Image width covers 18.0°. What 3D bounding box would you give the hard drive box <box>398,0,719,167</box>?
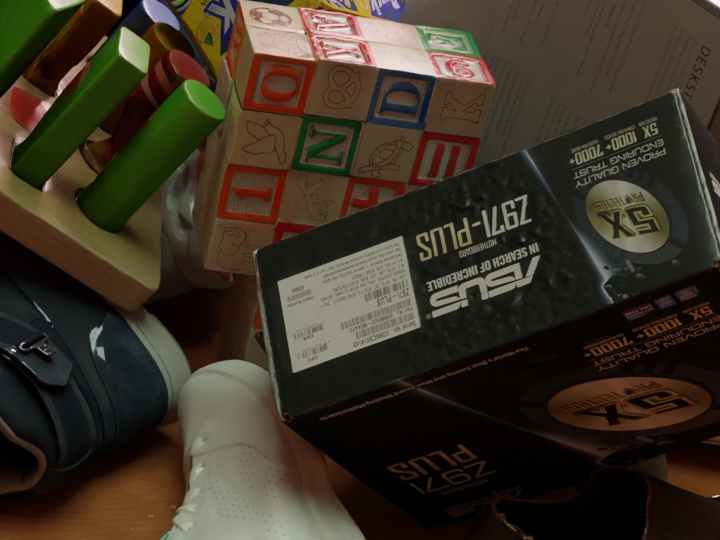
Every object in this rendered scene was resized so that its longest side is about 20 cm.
[{"bbox_3d":[0.116,-0.103,1.121,0.077,0.156,0.200,-13,43,-42],"label":"hard drive box"}]

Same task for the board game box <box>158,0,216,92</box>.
[{"bbox_3d":[-0.087,-0.152,1.266,0.200,0.035,0.135,63,5,19],"label":"board game box"}]

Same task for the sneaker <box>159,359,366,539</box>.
[{"bbox_3d":[-0.056,0.111,0.981,0.088,0.075,0.200,-13,37,-19],"label":"sneaker"}]

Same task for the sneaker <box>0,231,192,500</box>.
[{"bbox_3d":[-0.189,0.020,1.036,0.202,0.077,0.146,41,36,12],"label":"sneaker"}]

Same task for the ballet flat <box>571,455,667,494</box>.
[{"bbox_3d":[0.102,0.031,1.120,0.067,0.064,0.200,-1,44,-23],"label":"ballet flat"}]

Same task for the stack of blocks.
[{"bbox_3d":[-0.020,-0.021,1.084,0.115,0.200,0.059,6,29,-15],"label":"stack of blocks"}]

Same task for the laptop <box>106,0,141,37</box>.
[{"bbox_3d":[-0.203,-0.108,1.315,0.200,0.103,0.177,-2,38,26],"label":"laptop"}]

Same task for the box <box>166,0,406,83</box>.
[{"bbox_3d":[-0.028,-0.134,1.167,0.064,0.070,0.200,58,16,9],"label":"box"}]

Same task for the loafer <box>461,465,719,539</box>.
[{"bbox_3d":[0.130,0.127,1.021,0.200,0.071,0.073,-6,34,-31],"label":"loafer"}]

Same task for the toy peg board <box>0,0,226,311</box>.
[{"bbox_3d":[-0.153,-0.116,1.072,0.200,0.098,0.199,35,26,-24],"label":"toy peg board"}]

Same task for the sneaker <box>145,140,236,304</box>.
[{"bbox_3d":[-0.117,-0.050,1.217,0.092,0.076,0.200,-21,31,9],"label":"sneaker"}]

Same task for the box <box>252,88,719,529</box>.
[{"bbox_3d":[0.080,0.024,0.987,0.200,0.164,0.086,-20,61,17],"label":"box"}]

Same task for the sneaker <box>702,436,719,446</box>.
[{"bbox_3d":[0.175,0.063,1.176,0.200,0.072,0.072,3,58,6],"label":"sneaker"}]
